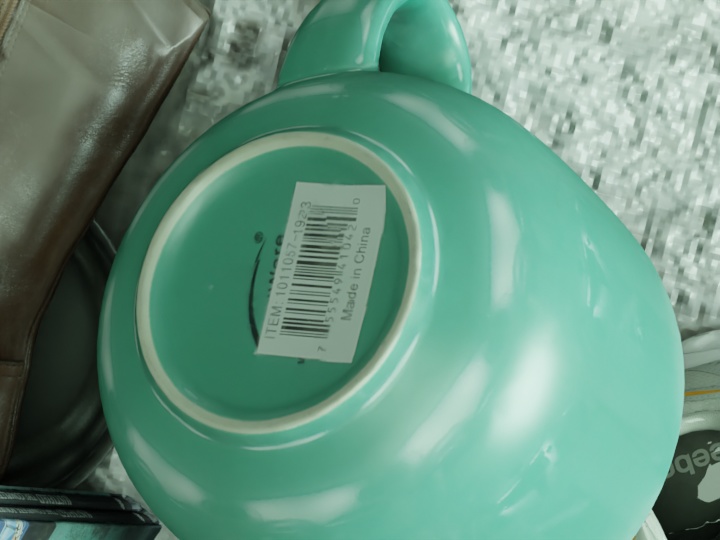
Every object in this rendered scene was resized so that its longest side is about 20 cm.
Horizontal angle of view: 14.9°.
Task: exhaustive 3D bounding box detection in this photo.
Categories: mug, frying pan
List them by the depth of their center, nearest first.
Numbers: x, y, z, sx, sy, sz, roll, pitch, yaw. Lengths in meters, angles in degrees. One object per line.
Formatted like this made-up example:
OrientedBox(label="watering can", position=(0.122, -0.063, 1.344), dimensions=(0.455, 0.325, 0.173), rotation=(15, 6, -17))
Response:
OrientedBox(label="mug", position=(-0.005, 0.010, 0.787), dimensions=(0.152, 0.114, 0.185), rotation=(-40, 58, 8))
OrientedBox(label="frying pan", position=(-0.146, 0.046, 0.853), dimensions=(0.115, 0.031, 0.190), rotation=(44, 105, 0))

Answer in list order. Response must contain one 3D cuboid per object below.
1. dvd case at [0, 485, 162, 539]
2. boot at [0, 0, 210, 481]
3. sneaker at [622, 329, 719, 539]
OrientedBox(label="dvd case", position=(-0.136, 0.124, 0.783), dimensions=(0.022, 0.200, 0.146), rotation=(36, 95, 18))
OrientedBox(label="boot", position=(-0.160, -0.036, 0.799), dimensions=(0.186, 0.064, 0.200), rotation=(21, 103, -6))
OrientedBox(label="sneaker", position=(0.057, 0.080, 0.833), dimensions=(0.200, 0.092, 0.076), rotation=(-29, 97, 3))
